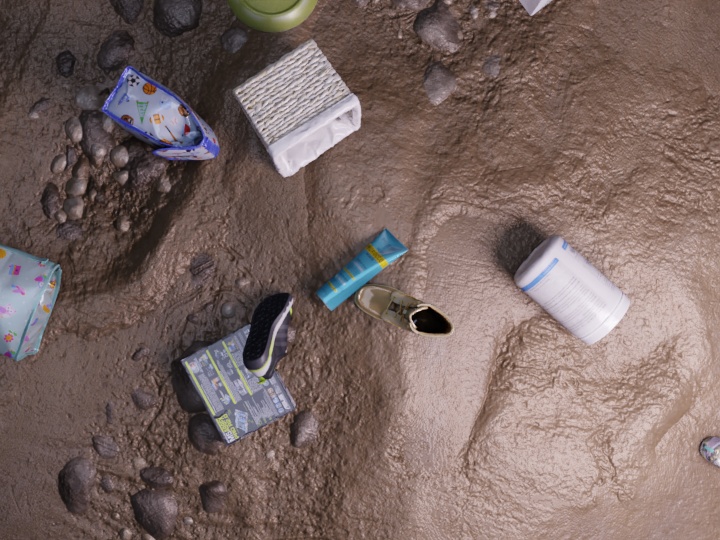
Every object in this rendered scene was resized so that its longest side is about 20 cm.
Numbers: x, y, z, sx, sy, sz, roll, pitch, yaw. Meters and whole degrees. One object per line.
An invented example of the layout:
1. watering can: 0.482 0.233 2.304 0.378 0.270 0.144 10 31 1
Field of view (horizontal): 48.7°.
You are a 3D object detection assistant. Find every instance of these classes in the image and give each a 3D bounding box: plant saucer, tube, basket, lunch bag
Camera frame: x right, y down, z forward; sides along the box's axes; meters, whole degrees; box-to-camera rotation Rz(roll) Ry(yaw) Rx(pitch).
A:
1. plant saucer: -0.184 -0.595 1.642 0.200 0.031 0.200 0 89 -1
2. tube: 0.000 0.000 1.625 0.200 0.050 0.077 -41 60 -3
3. basket: -0.122 -0.311 1.558 0.200 0.198 0.161 -35 86 -2
4. lunch bag: -0.697 0.052 1.565 0.170 0.122 0.200 20 94 -1
5. lunch bag: -0.377 -0.285 1.558 0.200 0.170 0.124 30 91 -2

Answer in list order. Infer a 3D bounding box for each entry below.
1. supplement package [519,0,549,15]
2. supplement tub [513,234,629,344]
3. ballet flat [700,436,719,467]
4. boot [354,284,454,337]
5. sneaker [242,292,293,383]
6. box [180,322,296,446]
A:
1. supplement package: 0.381 -0.667 1.604 0.200 0.147 0.191 -37 90 -2
2. supplement tub: 0.422 0.037 1.599 0.200 0.132 0.132 42 88 0
3. ballet flat: 0.804 0.397 1.636 0.200 0.072 0.072 16 88 -2
4. boot: 0.085 0.081 1.573 0.200 0.155 0.073 25 88 -1
5. sneaker: -0.180 0.135 1.590 0.072 0.083 0.200 -1 47 27
6. box: -0.246 0.230 1.615 0.160 0.044 0.200 -29 90 -2
